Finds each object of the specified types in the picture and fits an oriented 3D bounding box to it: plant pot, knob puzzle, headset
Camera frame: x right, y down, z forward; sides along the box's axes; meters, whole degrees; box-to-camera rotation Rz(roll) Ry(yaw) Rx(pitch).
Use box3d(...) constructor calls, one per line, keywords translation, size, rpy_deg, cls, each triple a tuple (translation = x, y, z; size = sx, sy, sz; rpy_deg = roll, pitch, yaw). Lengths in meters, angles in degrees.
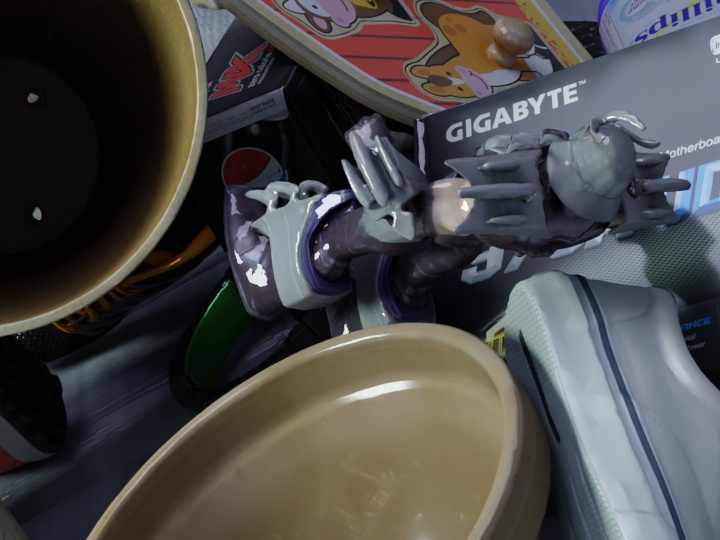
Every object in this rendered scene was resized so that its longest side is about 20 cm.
box3d(translation=(-0.158, -0.061, 1.064), size=(0.186, 0.187, 0.200), rpy_deg=(-34, 0, -6), cls="plant pot")
box3d(translation=(0.019, -0.128, 1.142), size=(0.031, 0.218, 0.220), rpy_deg=(-57, 13, 33), cls="knob puzzle")
box3d(translation=(-0.007, 0.121, 0.902), size=(0.200, 0.093, 0.202), rpy_deg=(-28, 30, 18), cls="plant pot")
box3d(translation=(0.000, 0.000, 1.150), size=(0.200, 0.094, 0.123), rpy_deg=(-48, 22, -1), cls="headset")

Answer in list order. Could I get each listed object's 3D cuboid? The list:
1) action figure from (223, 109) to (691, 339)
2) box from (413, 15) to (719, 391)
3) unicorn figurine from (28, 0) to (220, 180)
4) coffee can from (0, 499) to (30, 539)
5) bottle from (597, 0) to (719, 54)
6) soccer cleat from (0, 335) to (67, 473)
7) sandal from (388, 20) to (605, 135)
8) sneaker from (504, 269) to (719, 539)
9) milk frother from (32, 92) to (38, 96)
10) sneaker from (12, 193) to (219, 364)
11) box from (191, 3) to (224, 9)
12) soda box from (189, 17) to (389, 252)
box3d(translation=(0.033, -0.023, 0.925), size=(0.199, 0.129, 0.070), rpy_deg=(-23, 64, 48), cls="action figure")
box3d(translation=(0.119, -0.011, 0.981), size=(0.199, 0.046, 0.160), rpy_deg=(-17, 59, 26), cls="box")
box3d(translation=(-0.130, -0.146, 1.220), size=(0.136, 0.074, 0.201), rpy_deg=(18, 54, 14), cls="unicorn figurine")
box3d(translation=(-0.243, 0.094, 1.076), size=(0.145, 0.201, 0.147), rpy_deg=(-24, 28, 14), cls="coffee can")
box3d(translation=(0.158, -0.080, 1.103), size=(0.083, 0.066, 0.200), rpy_deg=(-23, 28, 7), cls="bottle")
box3d(translation=(-0.217, 0.030, 1.159), size=(0.073, 0.200, 0.069), rpy_deg=(-24, 41, 21), cls="soccer cleat")
box3d(translation=(0.047, -0.091, 1.267), size=(0.199, 0.048, 0.075), rpy_deg=(8, 44, 33), cls="sandal")
box3d(translation=(0.106, 0.078, 0.863), size=(0.070, 0.073, 0.201), rpy_deg=(-5, 53, -12), cls="sneaker")
box3d(translation=(-0.171, -0.048, 1.327), size=(0.180, 0.200, 0.189), rpy_deg=(-10, -39, -49), cls="milk frother")
box3d(translation=(-0.122, -0.013, 1.223), size=(0.200, 0.078, 0.077), rpy_deg=(-40, 15, 23), cls="sneaker")
box3d(translation=(-0.024, -0.194, 1.339), size=(0.199, 0.098, 0.124), rpy_deg=(-7, 13, -34), cls="box")
box3d(translation=(-0.024, -0.091, 1.166), size=(0.070, 0.064, 0.200), rpy_deg=(-20, 23, 23), cls="soda box")
